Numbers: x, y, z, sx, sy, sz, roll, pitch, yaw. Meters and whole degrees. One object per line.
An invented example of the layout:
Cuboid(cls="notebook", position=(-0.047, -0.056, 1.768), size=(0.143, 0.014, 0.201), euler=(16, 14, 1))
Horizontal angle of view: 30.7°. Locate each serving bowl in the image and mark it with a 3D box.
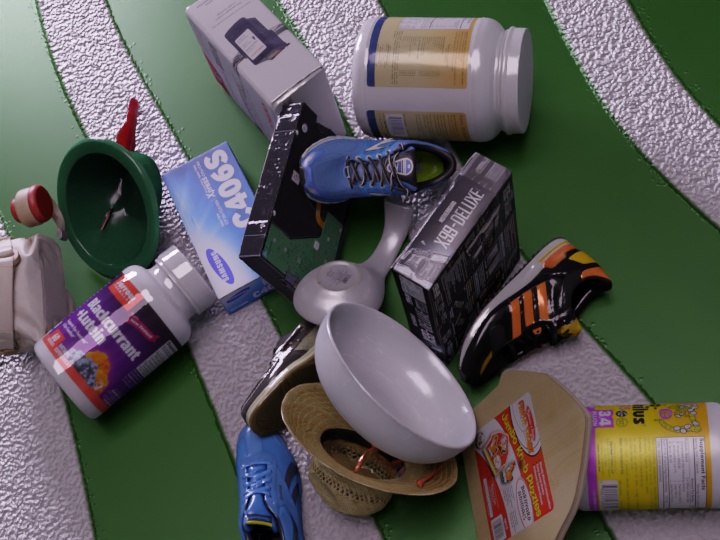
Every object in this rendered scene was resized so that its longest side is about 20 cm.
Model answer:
Cuboid(cls="serving bowl", position=(0.026, 0.127, 1.360), size=(0.066, 0.199, 0.201), euler=(-49, 58, 21))

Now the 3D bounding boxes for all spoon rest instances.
Cuboid(cls="spoon rest", position=(0.000, 0.000, 1.489), size=(0.099, 0.061, 0.200), euler=(20, 48, 24))

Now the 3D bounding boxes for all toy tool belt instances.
Cuboid(cls="toy tool belt", position=(-0.423, 0.007, 1.570), size=(0.122, 0.125, 0.202), euler=(-13, 77, 15))

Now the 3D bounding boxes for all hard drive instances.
Cuboid(cls="hard drive", position=(-0.067, -0.072, 1.517), size=(0.037, 0.140, 0.202), euler=(-3, 62, 33))

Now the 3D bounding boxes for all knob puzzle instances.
Cuboid(cls="knob puzzle", position=(0.175, 0.192, 1.315), size=(0.030, 0.220, 0.222), euler=(10, 56, -28))

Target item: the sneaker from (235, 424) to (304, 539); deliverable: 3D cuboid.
Cuboid(cls="sneaker", position=(-0.100, 0.243, 1.395), size=(0.065, 0.079, 0.202), euler=(-17, 58, 7))

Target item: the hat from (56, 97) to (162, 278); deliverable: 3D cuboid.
Cuboid(cls="hat", position=(-0.267, -0.109, 1.650), size=(0.164, 0.176, 0.202), euler=(0, 106, 32))

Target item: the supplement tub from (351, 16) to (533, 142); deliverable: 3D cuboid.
Cuboid(cls="supplement tub", position=(0.100, -0.227, 1.559), size=(0.198, 0.145, 0.146), euler=(4, 63, 15))

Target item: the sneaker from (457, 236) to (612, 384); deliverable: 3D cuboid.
Cuboid(cls="sneaker", position=(0.191, 0.056, 1.427), size=(0.090, 0.070, 0.200), euler=(34, 72, 30))

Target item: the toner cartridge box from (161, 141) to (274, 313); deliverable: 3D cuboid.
Cuboid(cls="toner cartridge box", position=(-0.161, -0.054, 1.589), size=(0.094, 0.043, 0.201), euler=(-29, 60, -1))

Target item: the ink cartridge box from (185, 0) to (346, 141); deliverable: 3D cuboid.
Cuboid(cls="ink cartridge box", position=(-0.115, -0.242, 1.619), size=(0.084, 0.145, 0.200), euler=(-36, 60, -8))

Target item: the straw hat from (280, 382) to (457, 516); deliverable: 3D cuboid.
Cuboid(cls="straw hat", position=(-0.004, 0.209, 1.377), size=(0.200, 0.200, 0.086), euler=(36, 116, 27))

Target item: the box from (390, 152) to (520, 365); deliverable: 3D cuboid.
Cuboid(cls="box", position=(0.108, -0.008, 1.407), size=(0.049, 0.200, 0.158), euler=(29, 73, 22))

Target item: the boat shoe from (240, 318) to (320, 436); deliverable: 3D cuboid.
Cuboid(cls="boat shoe", position=(-0.066, 0.101, 1.469), size=(0.066, 0.072, 0.201), euler=(28, 62, 36))

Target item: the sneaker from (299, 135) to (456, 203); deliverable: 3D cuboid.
Cuboid(cls="sneaker", position=(0.022, -0.121, 1.503), size=(0.198, 0.089, 0.080), euler=(-9, 94, -27))

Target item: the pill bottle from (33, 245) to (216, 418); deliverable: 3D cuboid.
Cuboid(cls="pill bottle", position=(-0.266, 0.066, 1.510), size=(0.200, 0.112, 0.111), euler=(-41, 61, -9))

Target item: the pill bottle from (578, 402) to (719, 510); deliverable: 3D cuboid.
Cuboid(cls="pill bottle", position=(0.310, 0.185, 1.308), size=(0.197, 0.105, 0.105), euler=(-3, 61, 11))
